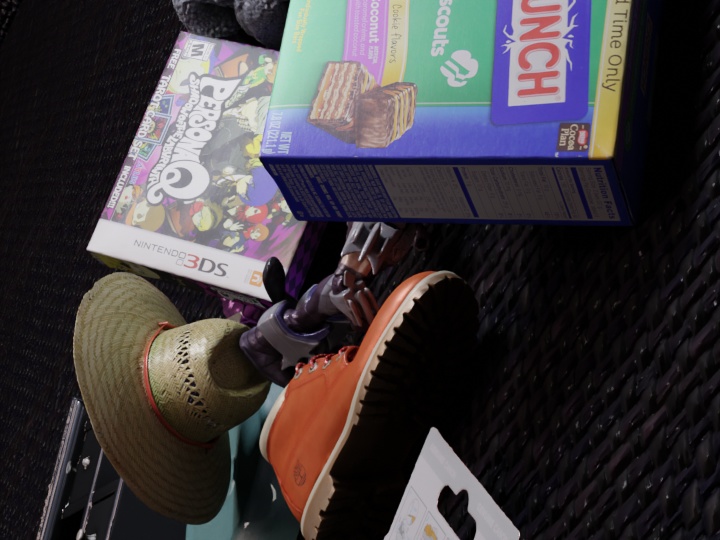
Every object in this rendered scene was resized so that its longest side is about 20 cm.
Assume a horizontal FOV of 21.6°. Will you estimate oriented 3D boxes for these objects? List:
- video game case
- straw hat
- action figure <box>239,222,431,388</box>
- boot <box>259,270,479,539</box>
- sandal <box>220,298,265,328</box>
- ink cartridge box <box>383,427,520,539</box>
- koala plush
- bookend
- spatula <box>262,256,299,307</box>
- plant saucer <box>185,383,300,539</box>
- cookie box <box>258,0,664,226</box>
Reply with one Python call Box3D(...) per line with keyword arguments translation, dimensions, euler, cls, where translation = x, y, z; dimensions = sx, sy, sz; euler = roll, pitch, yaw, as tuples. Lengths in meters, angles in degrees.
Box3D(translation=(-0.099, -0.079, 1.470), dimensions=(0.180, 0.036, 0.201), euler=(15, 74, 27), cls="video game case")
Box3D(translation=(-0.108, 0.076, 1.310), dimensions=(0.085, 0.201, 0.202), euler=(-23, 41, 20), cls="straw hat")
Box3D(translation=(0.000, 0.000, 1.242), dimensions=(0.130, 0.069, 0.200), euler=(-46, -4, -45), cls="action figure")
Box3D(translation=(-0.002, 0.069, 1.163), dimensions=(0.107, 0.075, 0.201), euler=(51, 122, 43), cls="boot")
Box3D(translation=(-0.098, 0.029, 1.540), dimensions=(0.083, 0.049, 0.203), euler=(-65, 20, 15), cls="sandal")
Box3D(translation=(0.039, 0.208, 1.011), dimensions=(0.201, 0.057, 0.163), euler=(-63, 20, 7), cls="ink cartridge box")
Box3D(translation=(-0.043, -0.253, 1.511), dimensions=(0.199, 0.183, 0.179), euler=(-14, 58, 53), cls="koala plush")
Box3D(translation=(-0.198, 0.194, 1.589), dimensions=(0.200, 0.091, 0.200), euler=(-30, 44, 60), cls="bookend")
Box3D(translation=(-0.051, 0.022, 1.352), dimensions=(0.200, 0.020, 0.057), euler=(59, -134, -73), cls="spatula")
Box3D(translation=(-0.087, 0.163, 1.406), dimensions=(0.200, 0.036, 0.201), euler=(-54, 25, 39), cls="plant saucer")
Box3D(translation=(0.060, -0.117, 1.040), dimensions=(0.075, 0.198, 0.173), euler=(57, -142, -58), cls="cookie box")
